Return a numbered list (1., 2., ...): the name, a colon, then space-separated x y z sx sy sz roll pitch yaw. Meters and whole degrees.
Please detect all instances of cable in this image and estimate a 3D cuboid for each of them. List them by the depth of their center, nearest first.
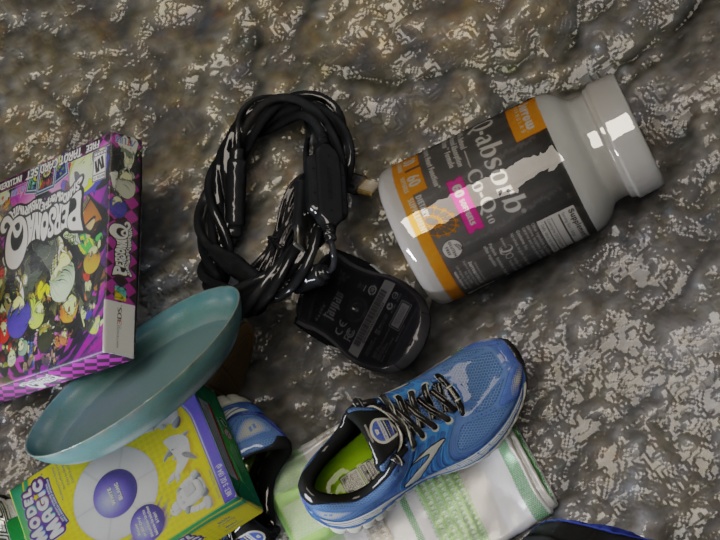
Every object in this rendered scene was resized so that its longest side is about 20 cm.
1. cable: -0.071 -0.054 1.755 0.163 0.051 0.201 -35 47 35

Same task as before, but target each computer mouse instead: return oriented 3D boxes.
1. computer mouse: 0.000 0.000 1.733 0.200 0.046 0.141 21 85 41

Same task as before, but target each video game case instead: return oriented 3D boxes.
1. video game case: -0.248 0.002 1.766 0.200 0.036 0.182 -18 65 44

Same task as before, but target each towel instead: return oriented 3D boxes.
1. towel: 0.033 0.167 1.697 0.200 0.031 0.150 -30 69 7

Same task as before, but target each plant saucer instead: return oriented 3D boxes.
1. plant saucer: -0.165 0.084 1.669 0.200 0.200 0.027 -36 105 5

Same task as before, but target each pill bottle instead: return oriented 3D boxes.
1. pill bottle: 0.123 -0.065 1.687 0.199 0.116 0.117 -26 70 8

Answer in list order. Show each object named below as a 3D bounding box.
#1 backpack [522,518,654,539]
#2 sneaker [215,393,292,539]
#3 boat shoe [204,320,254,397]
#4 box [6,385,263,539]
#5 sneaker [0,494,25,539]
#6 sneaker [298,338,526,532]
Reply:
1. backpack: 0.191 0.274 1.555 0.200 0.168 0.163 10 72 51
2. sneaker: -0.117 0.198 1.693 0.089 0.078 0.201 27 91 37
3. boat shoe: -0.155 0.118 1.741 0.069 0.074 0.200 27 82 20
4. box: -0.182 0.180 1.668 0.200 0.048 0.118 -34 57 13
5. sneaker: -0.278 0.208 1.764 0.200 0.076 0.088 30 70 17
6. sneaker: 0.038 0.122 1.639 0.200 0.089 0.079 -39 70 4
